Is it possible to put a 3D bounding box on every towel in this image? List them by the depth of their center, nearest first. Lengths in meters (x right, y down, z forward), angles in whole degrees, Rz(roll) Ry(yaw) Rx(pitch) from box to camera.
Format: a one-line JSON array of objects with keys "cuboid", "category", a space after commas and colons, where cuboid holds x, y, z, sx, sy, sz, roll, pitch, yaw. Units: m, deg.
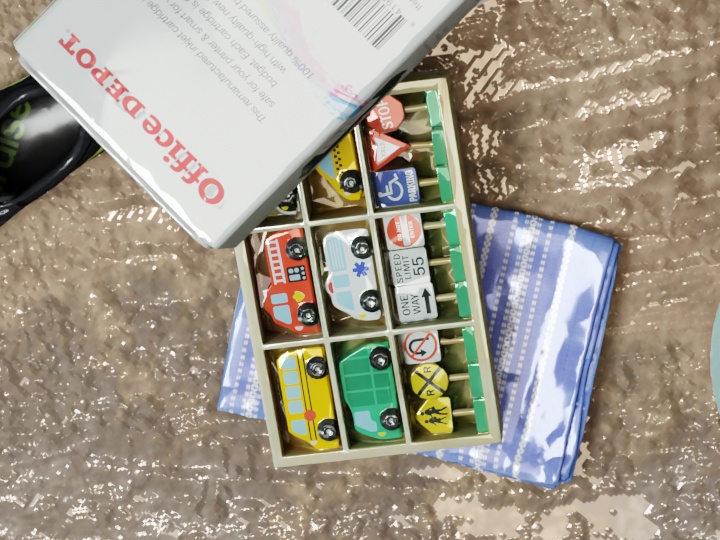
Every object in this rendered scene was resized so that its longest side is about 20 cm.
[{"cuboid": [0.031, 0.030, 1.443, 0.200, 0.024, 0.145, 13, 100, 3], "category": "towel"}]

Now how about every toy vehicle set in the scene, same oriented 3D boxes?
[{"cuboid": [0.000, 0.000, 1.407, 0.124, 0.027, 0.200, -8, 104, 7], "category": "toy vehicle set"}]

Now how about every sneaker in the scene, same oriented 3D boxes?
[{"cuboid": [-0.211, -0.051, 1.420, 0.200, 0.083, 0.072, -37, 94, 10], "category": "sneaker"}]

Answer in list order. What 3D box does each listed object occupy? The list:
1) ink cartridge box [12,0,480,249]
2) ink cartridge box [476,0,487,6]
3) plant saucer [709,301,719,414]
[{"cuboid": [-0.050, -0.129, 1.331, 0.200, 0.083, 0.146, -45, 87, 4], "category": "ink cartridge box"}, {"cuboid": [0.032, -0.212, 1.391, 0.200, 0.050, 0.161, -26, 97, 6], "category": "ink cartridge box"}, {"cuboid": [0.286, 0.050, 1.415, 0.201, 0.039, 0.201, 1, 101, 5], "category": "plant saucer"}]
